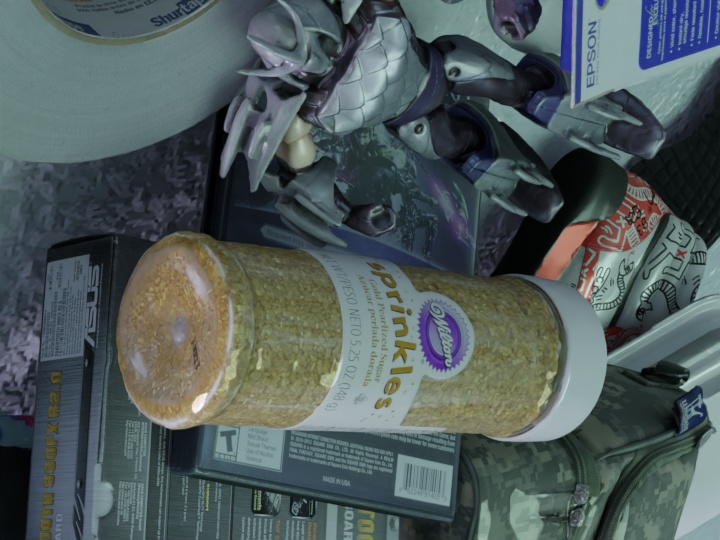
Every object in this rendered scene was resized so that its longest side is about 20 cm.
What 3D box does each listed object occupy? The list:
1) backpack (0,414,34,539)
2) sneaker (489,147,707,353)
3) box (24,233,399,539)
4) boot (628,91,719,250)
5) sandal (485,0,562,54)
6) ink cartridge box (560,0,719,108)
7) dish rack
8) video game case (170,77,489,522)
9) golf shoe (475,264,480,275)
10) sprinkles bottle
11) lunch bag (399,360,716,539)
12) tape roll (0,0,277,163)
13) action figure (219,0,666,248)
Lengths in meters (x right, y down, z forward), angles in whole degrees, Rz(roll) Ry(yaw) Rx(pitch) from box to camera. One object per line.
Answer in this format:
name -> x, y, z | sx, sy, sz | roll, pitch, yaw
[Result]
backpack -> -0.109, 0.158, 0.739 | 0.200, 0.151, 0.178 | 8, 115, -39
sneaker -> 0.110, 0.041, 0.901 | 0.108, 0.067, 0.202 | 33, 92, -25
box -> -0.054, 0.096, 0.650 | 0.158, 0.048, 0.200 | 12, 75, -44
boot -> 0.225, -0.048, 0.999 | 0.200, 0.070, 0.132 | -45, 156, 7
sandal -> 0.095, -0.186, 0.694 | 0.079, 0.059, 0.207 | 36, 76, -49
ink cartridge box -> 0.124, -0.129, 0.597 | 0.200, 0.039, 0.100 | -21, 119, -44
dish rack -> 0.152, 0.116, 0.919 | 0.200, 0.044, 0.172 | -30, 137, -1
video game case -> -0.006, -0.006, 0.666 | 0.143, 0.019, 0.200 | 18, 71, -42
golf shoe -> 0.000, 0.000, 0.785 | 0.092, 0.073, 0.200 | -36, 143, 12
sprinkles bottle -> 0.007, 0.029, 0.613 | 0.200, 0.068, 0.068 | 7, 121, -43
lunch bag -> 0.075, 0.138, 0.796 | 0.168, 0.139, 0.200 | 0, 112, -32
tape roll -> -0.081, -0.135, 0.527 | 0.200, 0.066, 0.200 | -31, 145, -25
action figure -> 0.027, -0.067, 0.611 | 0.200, 0.069, 0.130 | 11, 128, -50
